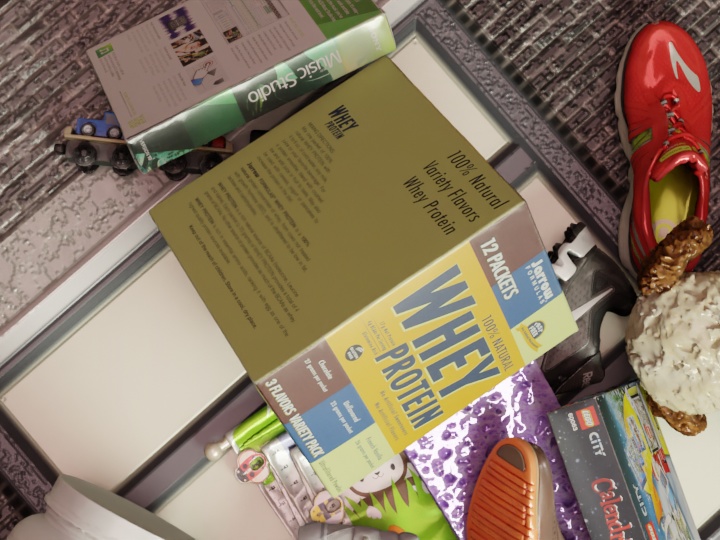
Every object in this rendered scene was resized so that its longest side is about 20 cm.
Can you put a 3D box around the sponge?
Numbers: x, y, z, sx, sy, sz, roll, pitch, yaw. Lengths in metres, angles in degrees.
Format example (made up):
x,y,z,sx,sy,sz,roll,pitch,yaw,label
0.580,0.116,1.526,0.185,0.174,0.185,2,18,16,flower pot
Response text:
x,y,z,sx,sy,sz,roll,pitch,yaw,label
0.107,0.147,1.080,0.111,0.030,0.201,-32,110,-4,sponge

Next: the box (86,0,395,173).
x,y,z,sx,sy,sz,roll,pitch,yaw,label
-0.089,-0.158,1.096,0.199,0.145,0.036,-27,129,-3,box

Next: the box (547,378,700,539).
x,y,z,sx,sy,sz,roll,pitch,yaw,label
0.197,0.180,1.062,0.038,0.136,0.201,-22,83,23,box

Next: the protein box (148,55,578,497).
x,y,z,sx,sy,sz,roll,pitch,yaw,label
0.000,0.000,1.032,0.199,0.135,0.199,-34,45,-4,protein box

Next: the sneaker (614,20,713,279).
x,y,z,sx,sy,sz,roll,pitch,yaw,label
0.231,-0.088,1.118,0.076,0.085,0.202,-1,85,-3,sneaker

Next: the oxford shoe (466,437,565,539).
x,y,z,sx,sy,sz,roll,pitch,yaw,label
0.121,0.202,1.056,0.072,0.071,0.201,-13,114,-27,oxford shoe

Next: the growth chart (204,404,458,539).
x,y,z,sx,sy,sz,roll,pitch,yaw,label
0.002,0.162,1.120,0.145,0.018,0.200,-40,88,-6,growth chart

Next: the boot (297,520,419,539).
x,y,z,sx,sy,sz,roll,pitch,yaw,label
0.000,0.270,1.043,0.095,0.074,0.201,2,67,0,boot

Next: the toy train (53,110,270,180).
x,y,z,sx,sy,sz,roll,pitch,yaw,label
-0.126,-0.090,1.133,0.198,0.034,0.046,4,81,-2,toy train

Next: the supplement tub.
x,y,z,sx,sy,sz,roll,pitch,yaw,label
-0.198,0.256,1.040,0.144,0.145,0.201,28,84,1,supplement tub

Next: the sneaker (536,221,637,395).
x,y,z,sx,sy,sz,roll,pitch,yaw,label
0.128,0.066,1.109,0.090,0.066,0.200,40,82,5,sneaker

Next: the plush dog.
x,y,z,sx,sy,sz,roll,pitch,yaw,label
0.269,0.052,1.054,0.170,0.161,0.201,0,113,14,plush dog
